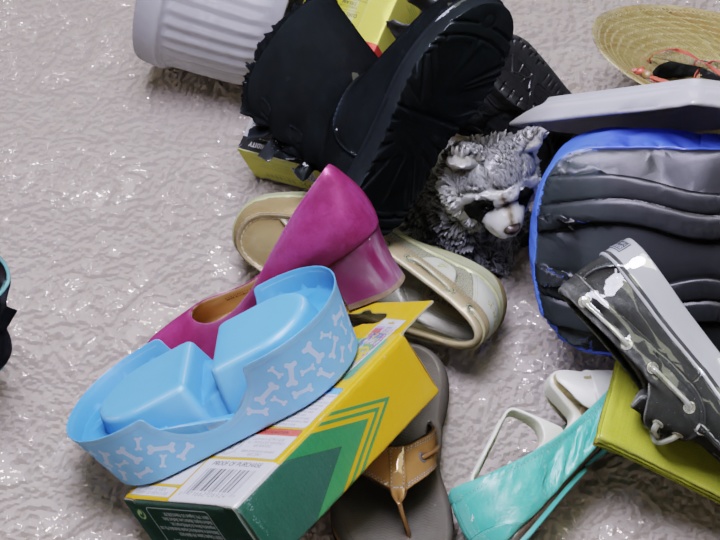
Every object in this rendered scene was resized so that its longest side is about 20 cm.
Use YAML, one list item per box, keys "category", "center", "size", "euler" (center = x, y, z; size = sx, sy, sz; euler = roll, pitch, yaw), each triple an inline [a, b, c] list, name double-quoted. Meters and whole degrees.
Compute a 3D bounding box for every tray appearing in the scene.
- category: "tray"
  center: [0.199, -0.108, 1.580]
  size: [0.107, 0.200, 0.022]
  euler: [5, 87, -32]

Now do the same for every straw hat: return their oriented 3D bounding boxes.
- category: "straw hat"
  center: [0.249, -0.118, 1.722]
  size: [0.201, 0.085, 0.201]
  euler: [9, 27, -5]

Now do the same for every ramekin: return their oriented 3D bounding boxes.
- category: "ramekin"
  center: [-0.083, -0.232, 1.754]
  size: [0.105, 0.200, 0.200]
  euler: [22, 50, 6]

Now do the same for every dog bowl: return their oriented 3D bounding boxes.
- category: "dog bowl"
  center: [-0.090, 0.070, 1.494]
  size: [0.200, 0.050, 0.112]
  euler: [-27, 22, 13]

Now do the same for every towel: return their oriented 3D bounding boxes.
- category: "towel"
  center: [0.246, 0.122, 1.512]
  size: [0.200, 0.018, 0.086]
  euler: [26, 46, -5]

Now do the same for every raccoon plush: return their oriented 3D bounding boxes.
- category: "raccoon plush"
  center: [0.053, -0.081, 1.654]
  size: [0.097, 0.134, 0.200]
  euler: [-32, 56, -27]

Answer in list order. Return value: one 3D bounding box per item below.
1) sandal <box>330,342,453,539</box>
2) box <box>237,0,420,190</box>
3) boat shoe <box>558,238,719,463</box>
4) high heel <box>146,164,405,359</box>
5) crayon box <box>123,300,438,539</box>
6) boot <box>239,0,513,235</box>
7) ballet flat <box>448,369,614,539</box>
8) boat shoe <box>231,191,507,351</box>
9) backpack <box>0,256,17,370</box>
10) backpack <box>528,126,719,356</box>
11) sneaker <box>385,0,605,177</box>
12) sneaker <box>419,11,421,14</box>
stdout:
- category: "sandal"
  center: [0.026, 0.117, 1.529]
  size: [0.082, 0.055, 0.200]
  euler: [6, 48, 4]
- category: "box"
  center: [-0.015, -0.156, 1.729]
  size: [0.075, 0.050, 0.200]
  euler: [17, 71, 22]
- category: "boat shoe"
  center: [0.200, 0.077, 1.476]
  size: [0.064, 0.071, 0.200]
  euler: [-35, 81, -7]
- category: "high heel"
  center: [-0.075, 0.000, 1.558]
  size: [0.200, 0.096, 0.067]
  euler: [-19, 24, 28]
- category: "crayon box"
  center: [-0.040, 0.101, 1.496]
  size: [0.200, 0.052, 0.126]
  euler: [-45, 24, -30]
- category: "boot"
  center: [0.005, -0.136, 1.593]
  size: [0.073, 0.198, 0.163]
  euler: [10, 30, -40]
- category: "ballet flat"
  center: [0.131, 0.105, 1.526]
  size: [0.200, 0.067, 0.070]
  euler: [-39, 86, -29]
- category: "boat shoe"
  center: [0.000, 0.003, 1.613]
  size: [0.200, 0.073, 0.063]
  euler: [24, 21, 11]
- category: "backpack"
  center: [-0.344, 0.037, 1.526]
  size: [0.200, 0.153, 0.176]
  euler: [31, 51, 12]
- category: "backpack"
  center: [0.213, -0.016, 1.584]
  size: [0.200, 0.163, 0.168]
  euler: [0, 7, 4]
- category: "sneaker"
  center: [0.106, -0.115, 1.701]
  size: [0.060, 0.200, 0.104]
  euler: [-48, 24, -21]
- category: "sneaker"
  center: [0.048, -0.194, 1.813]
  size: [0.076, 0.075, 0.200]
  euler: [-19, 53, -40]
